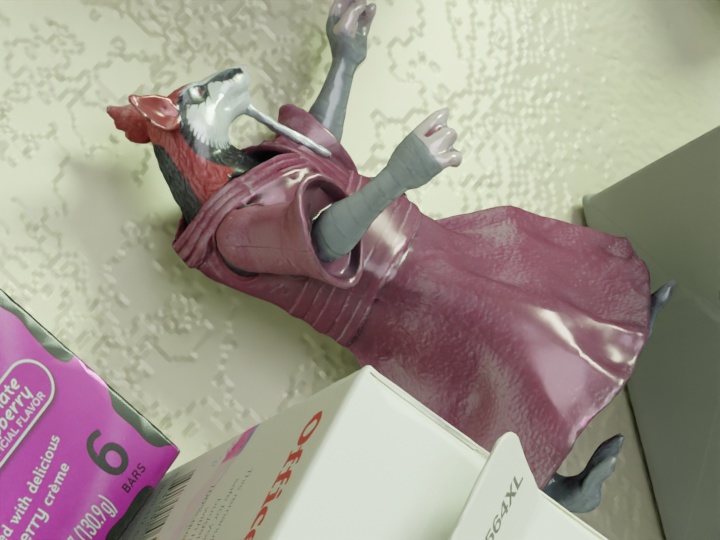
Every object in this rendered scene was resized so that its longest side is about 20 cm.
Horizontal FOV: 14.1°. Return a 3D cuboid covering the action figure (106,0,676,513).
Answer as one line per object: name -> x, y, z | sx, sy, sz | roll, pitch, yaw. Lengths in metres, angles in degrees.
action figure -> 0.000, 0.000, 0.968 | 0.199, 0.134, 0.150 | 27, 107, -5

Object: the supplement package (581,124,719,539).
supplement package -> 0.222, 0.005, 1.009 | 0.199, 0.191, 0.148 | -8, 80, -29

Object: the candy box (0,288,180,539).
candy box -> -0.171, 0.044, 0.865 | 0.200, 0.061, 0.137 | 42, 61, -11

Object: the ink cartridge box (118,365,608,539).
ink cartridge box -> -0.009, 0.128, 0.844 | 0.125, 0.200, 0.129 | 35, 62, -14
